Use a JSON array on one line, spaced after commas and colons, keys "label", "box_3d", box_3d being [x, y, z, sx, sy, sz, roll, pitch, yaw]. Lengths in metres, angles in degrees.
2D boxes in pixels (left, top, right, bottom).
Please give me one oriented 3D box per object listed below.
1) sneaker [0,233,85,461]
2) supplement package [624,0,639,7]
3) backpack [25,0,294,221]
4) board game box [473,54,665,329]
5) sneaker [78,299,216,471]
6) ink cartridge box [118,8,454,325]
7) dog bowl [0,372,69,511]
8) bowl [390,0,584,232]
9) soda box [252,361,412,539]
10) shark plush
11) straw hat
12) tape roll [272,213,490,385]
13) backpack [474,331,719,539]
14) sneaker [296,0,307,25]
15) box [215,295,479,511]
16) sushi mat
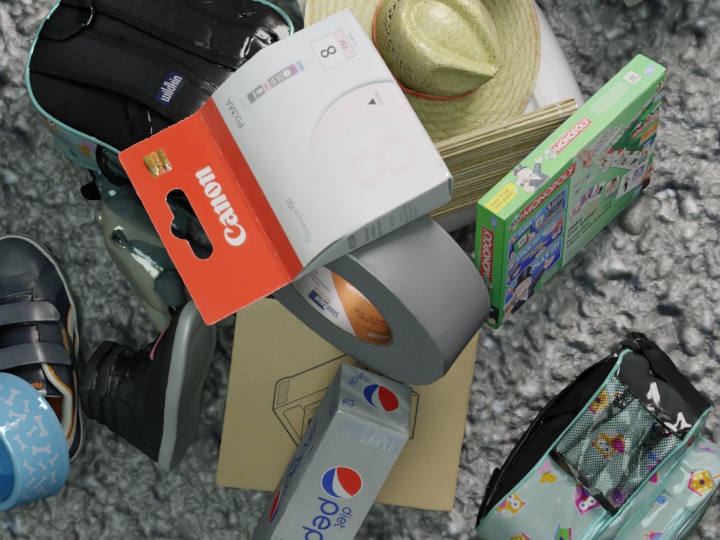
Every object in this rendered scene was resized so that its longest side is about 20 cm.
[{"label": "sneaker", "box_3d": [-0.273, 0.067, 1.693, 0.078, 0.079, 0.200, -13, 91, 7]}, {"label": "supplement package", "box_3d": [0.214, -0.324, 1.606, 0.117, 0.117, 0.200, -32, 91, 4]}, {"label": "backpack", "box_3d": [-0.155, -0.144, 1.614, 0.200, 0.153, 0.176, 26, 77, 13]}, {"label": "board game box", "box_3d": [0.161, -0.061, 1.577, 0.029, 0.135, 0.200, 34, 59, 26]}, {"label": "sneaker", "box_3d": [-0.177, 0.080, 1.647, 0.099, 0.200, 0.071, 26, 51, 8]}, {"label": "ink cartridge box", "box_3d": [-0.056, -0.077, 1.466, 0.200, 0.057, 0.163, -26, 67, -9]}, {"label": "dog bowl", "box_3d": [-0.325, 0.145, 1.664, 0.200, 0.050, 0.112, -4, 108, 39]}, {"label": "bowl", "box_3d": [0.072, -0.139, 1.653, 0.200, 0.075, 0.200, -28, 91, 5]}, {"label": "soda box", "box_3d": [-0.026, 0.174, 1.638, 0.063, 0.068, 0.200, 20, 122, -10]}, {"label": "shark plush", "box_3d": [-0.170, -0.028, 1.702, 0.083, 0.091, 0.200, -36, 74, -18]}, {"label": "straw hat", "box_3d": [0.060, -0.175, 1.540, 0.201, 0.085, 0.202, -1, 93, -18]}, {"label": "tape roll", "box_3d": [0.000, 0.000, 1.564, 0.200, 0.200, 0.066, 38, 70, 2]}, {"label": "backpack", "box_3d": [0.190, 0.167, 1.610, 0.200, 0.176, 0.153, -42, 85, 10]}, {"label": "sneaker", "box_3d": [0.003, -0.244, 1.619, 0.111, 0.077, 0.200, -18, 56, 8]}, {"label": "box", "box_3d": [-0.011, 0.110, 1.682, 0.199, 0.021, 0.164, 7, 100, -3]}, {"label": "sushi mat", "box_3d": [0.078, -0.074, 1.592, 0.200, 0.096, 0.012, -19, 58, 2]}]
